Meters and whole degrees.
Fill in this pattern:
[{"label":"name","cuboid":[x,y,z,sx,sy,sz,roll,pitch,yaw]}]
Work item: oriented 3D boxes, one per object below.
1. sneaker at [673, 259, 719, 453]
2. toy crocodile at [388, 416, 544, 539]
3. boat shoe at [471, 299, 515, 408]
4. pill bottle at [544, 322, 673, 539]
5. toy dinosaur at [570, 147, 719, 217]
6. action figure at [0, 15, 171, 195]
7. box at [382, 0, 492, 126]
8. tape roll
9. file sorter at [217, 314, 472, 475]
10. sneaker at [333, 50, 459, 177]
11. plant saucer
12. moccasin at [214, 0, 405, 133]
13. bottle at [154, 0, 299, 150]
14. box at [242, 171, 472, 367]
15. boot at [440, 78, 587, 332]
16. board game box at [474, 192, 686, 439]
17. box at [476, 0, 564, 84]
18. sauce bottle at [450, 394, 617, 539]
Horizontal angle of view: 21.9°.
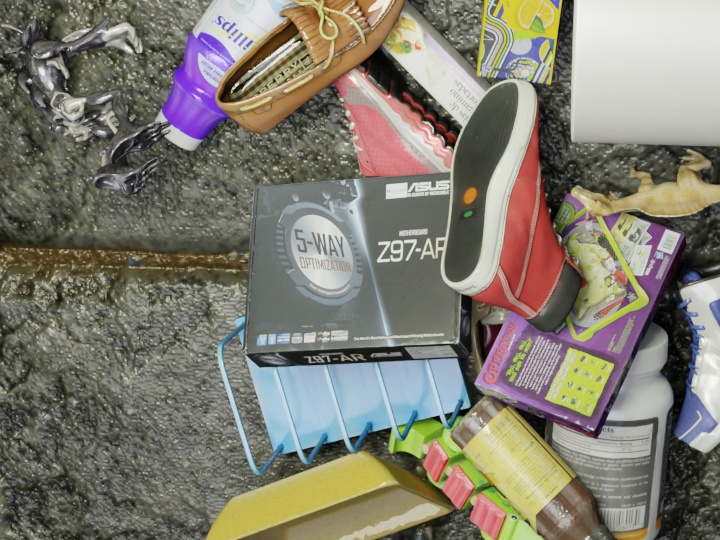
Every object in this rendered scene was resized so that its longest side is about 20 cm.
[{"label":"sneaker","cuboid":[0.324,0.054,1.704,0.115,0.081,0.200,29,104,0]},{"label":"toy crocodile","cuboid":[0.108,0.204,1.755,0.200,0.062,0.068,43,130,28]},{"label":"boat shoe","cuboid":[0.136,0.034,1.721,0.073,0.066,0.201,-5,109,9]},{"label":"pill bottle","cuboid":[0.229,0.149,1.725,0.115,0.116,0.202,4,110,6]},{"label":"toy dinosaur","cuboid":[0.288,-0.066,1.646,0.198,0.101,0.059,-7,109,10]},{"label":"action figure","cuboid":[-0.244,-0.161,1.683,0.200,0.102,0.119,50,147,28]},{"label":"box","cuboid":[0.060,-0.192,1.664,0.200,0.041,0.039,44,110,-10]},{"label":"tape roll","cuboid":[0.246,-0.205,1.549,0.138,0.203,0.204,2,110,6]},{"label":"file sorter","cuboid":[-0.015,0.097,1.723,0.199,0.123,0.140,-15,98,12]},{"label":"sneaker","cuboid":[0.016,-0.128,1.675,0.200,0.074,0.087,44,111,-9]},{"label":"plant saucer","cuboid":[-0.031,0.225,1.770,0.199,0.200,0.049,-21,70,14]},{"label":"moccasin","cuboid":[-0.043,-0.202,1.600,0.201,0.078,0.074,-34,67,11]},{"label":"bottle","cuboid":[-0.113,-0.199,1.670,0.083,0.065,0.200,36,110,-6]},{"label":"box","cuboid":[0.000,0.000,1.645,0.198,0.044,0.161,-3,69,17]},{"label":"boot","cuboid":[0.148,-0.054,1.622,0.144,0.201,0.072,25,158,-36]},{"label":"board game box","cuboid":[0.196,0.038,1.654,0.119,0.032,0.201,22,74,20]},{"label":"box","cuboid":[0.143,-0.262,1.585,0.069,0.064,0.201,8,128,4]},{"label":"sauce bottle","cuboid":[0.166,0.200,1.672,0.200,0.065,0.065,48,110,11]}]
